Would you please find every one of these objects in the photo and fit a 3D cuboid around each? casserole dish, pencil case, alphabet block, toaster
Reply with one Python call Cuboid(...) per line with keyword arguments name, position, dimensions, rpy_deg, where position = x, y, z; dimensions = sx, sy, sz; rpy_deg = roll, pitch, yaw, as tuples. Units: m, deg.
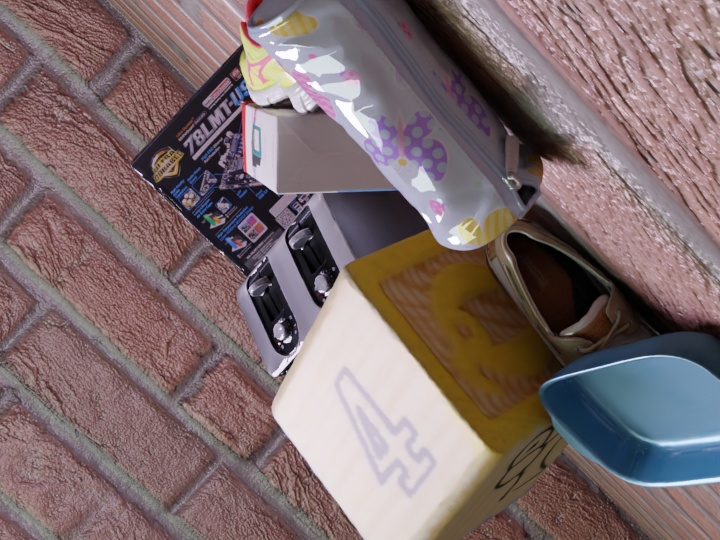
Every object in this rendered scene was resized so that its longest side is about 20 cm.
Cuboid(name="casserole dish", position=(0.208, 0.094, 0.790), dimensions=(0.121, 0.039, 0.200), rpy_deg=(44, 151, -11))
Cuboid(name="pencil case", position=(0.024, -0.101, 0.680), dimensions=(0.200, 0.083, 0.091), rpy_deg=(45, 180, -22))
Cuboid(name="alphabet block", position=(0.072, 0.100, 0.980), dimensions=(0.197, 0.194, 0.201), rpy_deg=(48, 135, 19))
Cuboid(name="toaster", position=(0.000, 0.000, 1.134), dimensions=(0.199, 0.181, 0.119), rpy_deg=(-13, -115, -44))

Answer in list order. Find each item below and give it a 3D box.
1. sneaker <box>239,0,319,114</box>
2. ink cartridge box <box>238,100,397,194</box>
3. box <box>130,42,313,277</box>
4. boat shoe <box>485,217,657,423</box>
Cuboid(name="sneaker", position=(-0.064, -0.189, 0.948), dimensions=(0.091, 0.078, 0.200), rpy_deg=(53, 169, -21))
Cuboid(name="ink cartridge box", position=(-0.041, -0.116, 1.040), dimensions=(0.200, 0.115, 0.068), rpy_deg=(-142, 51, -71))
Cuboid(name="box", position=(-0.101, -0.114, 1.201), dimensions=(0.198, 0.200, 0.050), rpy_deg=(43, -174, -12))
Cuboid(name="boat shoe", position=(0.169, 0.042, 0.864), dimensions=(0.200, 0.075, 0.068), rpy_deg=(43, -179, 7))
